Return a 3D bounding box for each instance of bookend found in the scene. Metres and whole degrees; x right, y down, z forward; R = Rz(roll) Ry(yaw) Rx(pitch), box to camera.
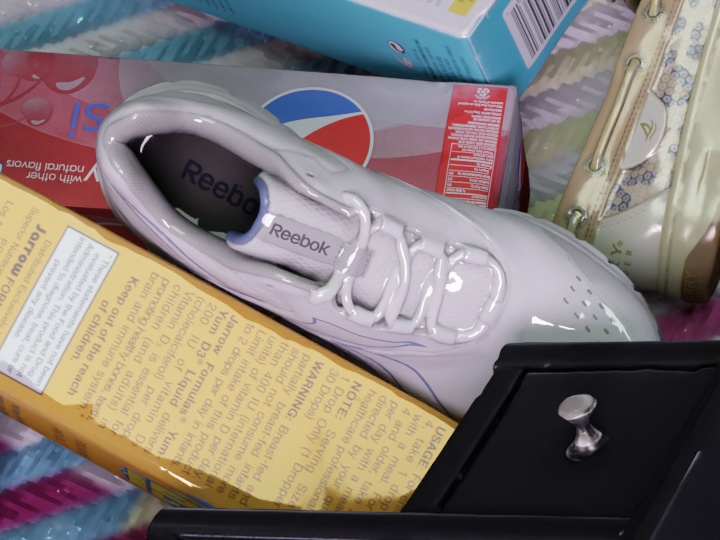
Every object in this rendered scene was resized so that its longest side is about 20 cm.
[{"bbox_3d":[0.020,0.092,0.840,0.198,0.092,0.200,-1,34,33],"label":"bookend"}]

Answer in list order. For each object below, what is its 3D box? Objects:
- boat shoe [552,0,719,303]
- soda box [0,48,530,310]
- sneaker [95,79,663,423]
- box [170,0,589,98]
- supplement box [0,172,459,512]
[{"bbox_3d":[0.109,-0.086,1.027,0.062,0.073,0.200,7,62,9],"label":"boat shoe"},{"bbox_3d":[-0.044,-0.028,1.015,0.199,0.070,0.064,5,62,11],"label":"soda box"},{"bbox_3d":[0.000,0.000,0.921,0.200,0.087,0.075,22,93,7],"label":"sneaker"},{"bbox_3d":[-0.013,-0.126,1.055,0.200,0.049,0.082,22,67,33],"label":"box"},{"bbox_3d":[-0.062,0.038,0.946,0.200,0.067,0.069,26,80,3],"label":"supplement box"}]
